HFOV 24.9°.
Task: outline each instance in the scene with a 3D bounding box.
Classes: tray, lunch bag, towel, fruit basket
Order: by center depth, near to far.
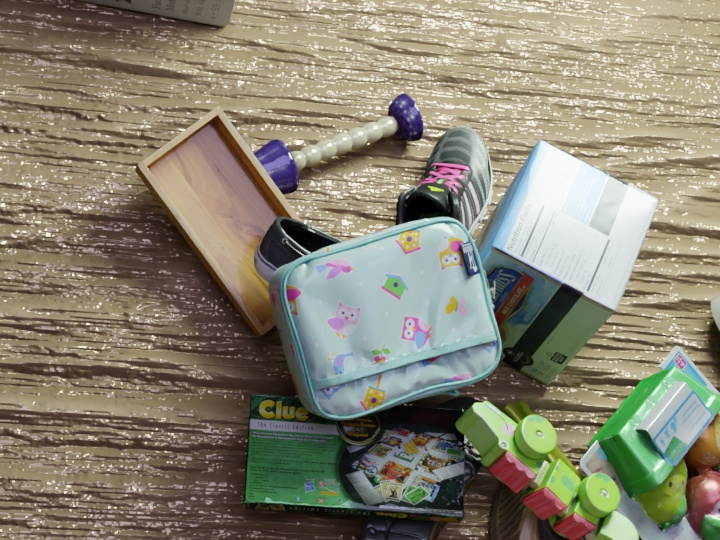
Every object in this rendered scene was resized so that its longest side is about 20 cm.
[{"bbox_3d":[0.028,0.046,1.462,0.198,0.077,0.162,-15,88,-13],"label":"lunch bag"},{"bbox_3d":[0.209,0.203,1.550,0.018,0.086,0.200,-41,79,5],"label":"towel"},{"bbox_3d":[-0.119,-0.046,1.571,0.098,0.037,0.201,-37,94,-14],"label":"tray"},{"bbox_3d":[0.327,0.200,1.576,0.200,0.094,0.185,46,60,2],"label":"fruit basket"}]

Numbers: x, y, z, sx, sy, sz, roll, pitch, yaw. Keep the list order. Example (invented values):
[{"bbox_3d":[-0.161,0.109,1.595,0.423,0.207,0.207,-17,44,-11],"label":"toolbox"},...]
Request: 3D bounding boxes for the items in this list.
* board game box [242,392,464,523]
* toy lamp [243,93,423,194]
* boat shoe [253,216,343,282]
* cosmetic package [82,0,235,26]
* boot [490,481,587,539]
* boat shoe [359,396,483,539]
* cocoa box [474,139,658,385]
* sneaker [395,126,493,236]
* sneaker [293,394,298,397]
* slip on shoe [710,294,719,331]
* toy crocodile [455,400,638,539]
[{"bbox_3d":[-0.005,0.169,1.470,0.197,0.024,0.106,5,66,-5],"label":"board game box"},{"bbox_3d":[-0.031,-0.125,1.650,0.198,0.058,0.059,-25,74,-22],"label":"toy lamp"},{"bbox_3d":[0.000,0.000,1.532,0.198,0.067,0.070,22,36,-4],"label":"boat shoe"},{"bbox_3d":[-0.211,-0.374,1.656,0.197,0.165,0.167,8,65,-10],"label":"cosmetic package"},{"bbox_3d":[0.207,0.277,1.537,0.165,0.072,0.202,23,48,-22],"label":"boot"},{"bbox_3d":[0.058,0.207,1.516,0.075,0.074,0.201,31,63,14],"label":"boat shoe"},{"bbox_3d":[0.176,-0.005,1.568,0.130,0.200,0.134,27,63,0],"label":"cocoa box"},{"bbox_3d":[0.082,-0.070,1.627,0.073,0.088,0.202,10,63,20],"label":"sneaker"},{"bbox_3d":[0.002,0.134,1.539,0.199,0.071,0.100,-36,83,-21],"label":"sneaker"},{"bbox_3d":[0.420,0.105,1.647,0.076,0.060,0.202,22,45,-53],"label":"slip on shoe"},{"bbox_3d":[0.168,0.193,1.468,0.200,0.067,0.062,42,47,-4],"label":"toy crocodile"}]
